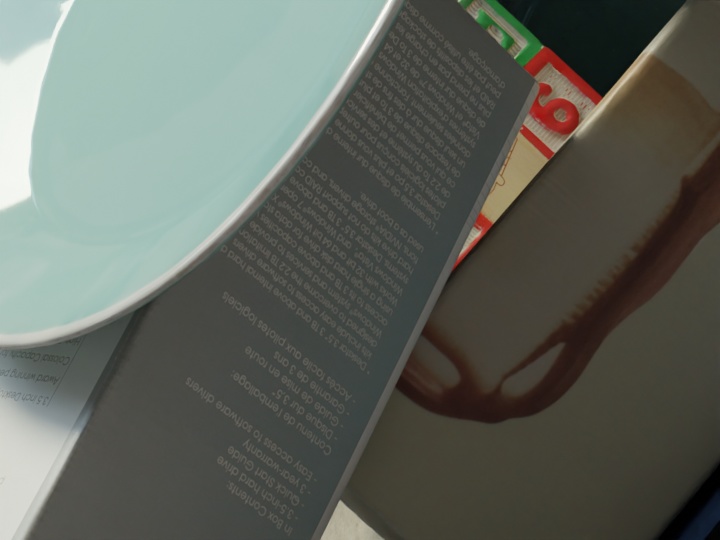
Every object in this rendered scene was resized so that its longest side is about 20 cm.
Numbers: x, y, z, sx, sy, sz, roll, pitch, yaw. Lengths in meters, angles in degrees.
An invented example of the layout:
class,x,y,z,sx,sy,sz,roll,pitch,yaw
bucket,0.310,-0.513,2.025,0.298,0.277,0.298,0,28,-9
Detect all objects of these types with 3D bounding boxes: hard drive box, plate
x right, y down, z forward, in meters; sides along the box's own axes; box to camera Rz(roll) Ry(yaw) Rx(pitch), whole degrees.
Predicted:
class,x,y,z,sx,sy,sz,roll,pitch,yaw
hard drive box,-0.066,0.014,0.579,0.155,0.077,0.201,3,59,51
plate,-0.037,-0.068,0.521,0.200,0.026,0.201,-31,43,34

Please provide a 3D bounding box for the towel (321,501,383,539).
class,x,y,z,sx,sy,sz,roll,pitch,yaw
towel,0.008,0.128,0.788,0.200,0.034,0.134,130,145,-67

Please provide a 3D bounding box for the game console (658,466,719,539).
class,x,y,z,sx,sy,sz,roll,pitch,yaw
game console,0.114,0.045,0.590,0.200,0.031,0.177,-48,-1,-7

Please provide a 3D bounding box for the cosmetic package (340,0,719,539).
class,x,y,z,sx,sy,sz,roll,pitch,yaw
cosmetic package,0.079,0.004,0.613,0.200,0.087,0.103,-49,-3,-8

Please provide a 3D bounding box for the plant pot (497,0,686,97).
class,x,y,z,sx,sy,sz,roll,pitch,yaw
plant pot,0.113,-0.083,0.886,0.200,0.200,0.135,-49,-8,15

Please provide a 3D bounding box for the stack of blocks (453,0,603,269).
class,x,y,z,sx,sy,sz,roll,pitch,yaw
stack of blocks,0.000,0.000,0.752,0.115,0.059,0.200,-46,-4,-21
